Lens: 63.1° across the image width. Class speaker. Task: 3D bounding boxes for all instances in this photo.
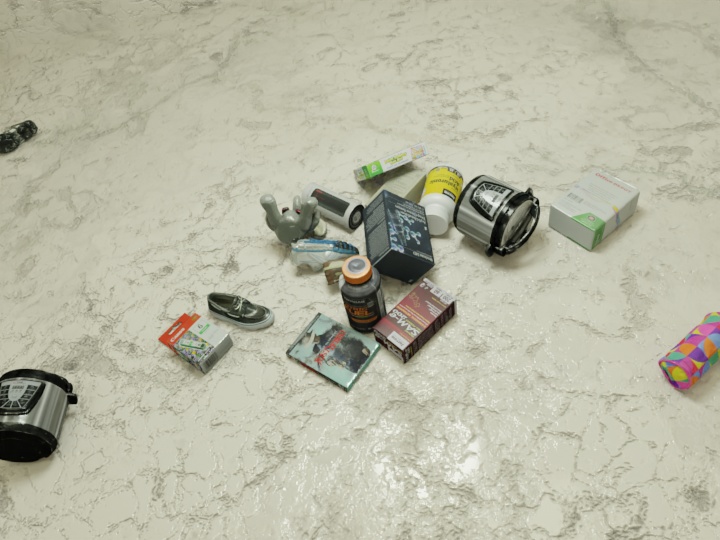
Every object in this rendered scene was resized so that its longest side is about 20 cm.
[{"bbox_3d":[-0.085,-0.196,1.766,0.198,0.082,0.081,29,60,30],"label":"speaker"}]

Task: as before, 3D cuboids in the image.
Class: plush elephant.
[{"bbox_3d":[-0.186,-0.146,1.703,0.162,0.203,0.155,-2,26,7],"label":"plush elephant"}]

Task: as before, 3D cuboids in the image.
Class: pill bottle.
[{"bbox_3d":[0.229,-0.202,1.686,0.109,0.112,0.202,6,52,16],"label":"pill bottle"},{"bbox_3d":[0.004,0.055,1.448,0.104,0.202,0.107,-6,48,7],"label":"pill bottle"}]

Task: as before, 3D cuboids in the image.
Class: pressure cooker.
[{"bbox_3d":[-0.794,0.329,1.394,0.177,0.176,0.202,-26,43,21],"label":"pressure cooker"},{"bbox_3d":[0.370,-0.143,1.554,0.177,0.178,0.199,-21,44,-42],"label":"pressure cooker"}]

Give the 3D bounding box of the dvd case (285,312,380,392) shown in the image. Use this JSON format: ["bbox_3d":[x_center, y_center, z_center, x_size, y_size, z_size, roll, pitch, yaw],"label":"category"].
[{"bbox_3d":[-0.069,0.198,1.461,0.198,0.022,0.146,24,58,29],"label":"dvd case"}]

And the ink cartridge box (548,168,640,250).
[{"bbox_3d":[0.632,-0.168,1.590,0.199,0.088,0.145,-37,53,-18],"label":"ink cartridge box"}]

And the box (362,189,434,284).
[{"bbox_3d":[0.098,-0.088,1.557,0.147,0.107,0.203,18,50,-31],"label":"box"}]

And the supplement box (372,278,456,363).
[{"bbox_3d":[0.137,0.122,1.458,0.108,0.061,0.200,34,64,33],"label":"supplement box"}]

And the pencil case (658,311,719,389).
[{"bbox_3d":[0.741,0.172,1.280,0.199,0.089,0.088,-33,51,-20],"label":"pencil case"}]

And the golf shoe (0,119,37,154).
[{"bbox_3d":[-1.386,-0.530,2.336,0.199,0.079,0.094,-36,35,-21],"label":"golf shoe"}]

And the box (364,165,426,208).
[{"bbox_3d":[0.109,-0.216,1.743,0.094,0.078,0.200,26,59,30],"label":"box"}]

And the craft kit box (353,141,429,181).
[{"bbox_3d":[0.088,-0.331,1.797,0.195,0.049,0.200,-26,10,-9],"label":"craft kit box"}]

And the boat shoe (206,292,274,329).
[{"bbox_3d":[-0.326,0.104,1.560,0.197,0.071,0.073,7,51,16],"label":"boat shoe"}]

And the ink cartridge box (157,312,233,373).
[{"bbox_3d":[-0.442,0.175,1.537,0.198,0.051,0.109,26,59,28],"label":"ink cartridge box"}]

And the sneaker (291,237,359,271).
[{"bbox_3d":[-0.101,-0.040,1.647,0.197,0.088,0.075,3,22,-14],"label":"sneaker"}]

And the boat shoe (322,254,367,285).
[{"bbox_3d":[-0.001,0.001,1.598,0.199,0.075,0.076,-10,86,-9],"label":"boat shoe"}]
